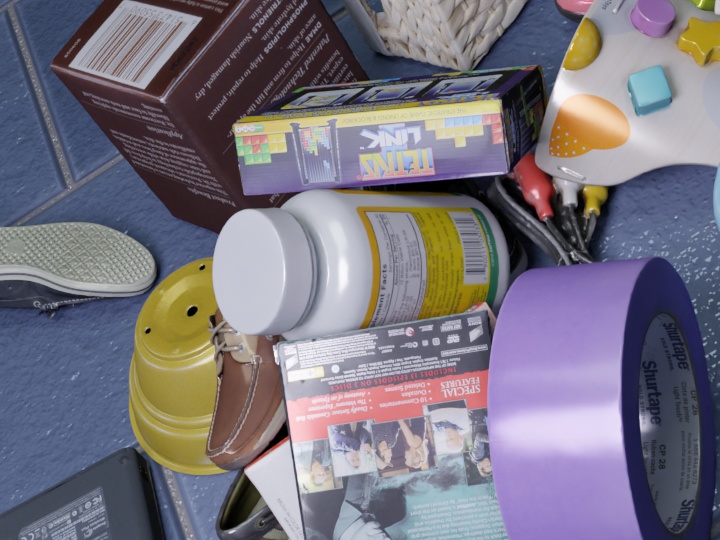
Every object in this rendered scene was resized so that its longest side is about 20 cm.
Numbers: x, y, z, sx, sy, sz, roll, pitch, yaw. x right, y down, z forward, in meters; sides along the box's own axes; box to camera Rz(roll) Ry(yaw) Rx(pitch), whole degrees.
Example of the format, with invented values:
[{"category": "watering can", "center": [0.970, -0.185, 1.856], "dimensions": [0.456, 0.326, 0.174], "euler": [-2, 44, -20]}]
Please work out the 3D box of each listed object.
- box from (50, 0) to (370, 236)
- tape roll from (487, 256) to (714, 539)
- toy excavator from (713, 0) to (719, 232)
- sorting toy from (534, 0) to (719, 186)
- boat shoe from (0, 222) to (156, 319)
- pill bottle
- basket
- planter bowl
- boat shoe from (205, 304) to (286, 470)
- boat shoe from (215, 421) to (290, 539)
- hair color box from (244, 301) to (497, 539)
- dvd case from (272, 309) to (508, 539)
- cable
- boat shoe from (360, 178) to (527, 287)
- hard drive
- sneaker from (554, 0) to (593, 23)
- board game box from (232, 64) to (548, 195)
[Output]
[{"category": "box", "center": [-0.112, -0.149, 1.368], "dimensions": [0.165, 0.200, 0.165], "euler": [20, 66, 43]}, {"category": "tape roll", "center": [0.153, 0.096, 1.020], "dimensions": [0.084, 0.201, 0.202], "euler": [-5, 52, 26]}, {"category": "toy excavator", "center": [0.272, -0.079, 1.059], "dimensions": [0.099, 0.199, 0.197], "euler": [14, 91, 36]}, {"category": "sorting toy", "center": [0.252, -0.143, 1.225], "dimensions": [0.178, 0.108, 0.201], "euler": [22, 52, 16]}, {"category": "boat shoe", "center": [-0.269, 0.002, 1.447], "dimensions": [0.197, 0.063, 0.075], "euler": [1, 49, 13]}, {"category": "pill bottle", "center": [0.000, 0.000, 1.160], "dimensions": [0.112, 0.198, 0.114], "euler": [2, 92, 49]}, {"category": "basket", "center": [0.084, -0.284, 1.419], "dimensions": [0.123, 0.136, 0.201], "euler": [27, 71, 38]}, {"category": "planter bowl", "center": [-0.115, 0.052, 1.297], "dimensions": [0.198, 0.084, 0.202], "euler": [-16, 49, 19]}, {"category": "boat shoe", "center": [-0.080, 0.049, 1.197], "dimensions": [0.075, 0.072, 0.202], "euler": [-27, 37, 44]}, {"category": "boat shoe", "center": [-0.038, 0.125, 1.202], "dimensions": [0.071, 0.066, 0.202], "euler": [18, 68, 35]}, {"category": "hair color box", "center": [0.033, 0.122, 1.128], "dimensions": [0.199, 0.064, 0.111], "euler": [-35, 88, 0]}, {"category": "dvd case", "center": [0.029, 0.136, 1.083], "dimensions": [0.144, 0.022, 0.203], "euler": [-10, 86, 5]}, {"category": "cable", "center": [0.153, -0.028, 1.211], "dimensions": [0.096, 0.051, 0.201], "euler": [4, 40, -14]}, {"category": "boat shoe", "center": [0.053, -0.056, 1.296], "dimensions": [0.074, 0.066, 0.200], "euler": [-37, 45, -3]}, {"category": "hard drive", "center": [-0.207, 0.243, 1.231], "dimensions": [0.138, 0.033, 0.201], "euler": [-28, 45, 8]}, {"category": "sneaker", "center": [0.244, -0.270, 1.342], "dimensions": [0.198, 0.087, 0.074], "euler": [-20, 46, 16]}, {"category": "board game box", "center": [0.028, -0.105, 1.217], "dimensions": [0.197, 0.057, 0.165], "euler": [-3, 15, 18]}]
